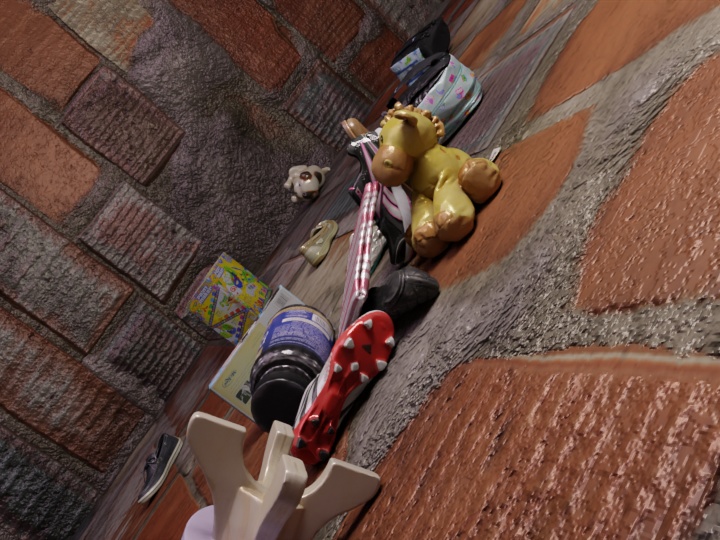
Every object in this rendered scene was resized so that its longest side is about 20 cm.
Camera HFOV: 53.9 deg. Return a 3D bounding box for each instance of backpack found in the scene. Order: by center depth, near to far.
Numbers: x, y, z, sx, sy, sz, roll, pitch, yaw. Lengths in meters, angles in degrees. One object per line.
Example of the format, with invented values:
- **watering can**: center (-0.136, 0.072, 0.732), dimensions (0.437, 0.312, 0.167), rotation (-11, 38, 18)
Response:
- **backpack**: center (0.134, -0.311, 1.347), dimensions (0.200, 0.125, 0.169), rotation (-46, 25, 25)
- **backpack**: center (0.177, -0.648, 2.152), dimensions (0.197, 0.154, 0.165), rotation (-10, 42, 41)

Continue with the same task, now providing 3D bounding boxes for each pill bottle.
- **pill bottle**: center (-0.094, 0.137, 0.988), dimensions (0.112, 0.111, 0.201), rotation (-48, 12, 18)

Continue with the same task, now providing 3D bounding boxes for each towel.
- **towel**: center (0.000, 0.000, 0.964), dimensions (0.148, 0.029, 0.204), rotation (105, 174, -53)

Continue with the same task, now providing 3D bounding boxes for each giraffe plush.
- **giraffe plush**: center (0.086, -0.141, 0.947), dimensions (0.172, 0.161, 0.202), rotation (-34, 22, 57)

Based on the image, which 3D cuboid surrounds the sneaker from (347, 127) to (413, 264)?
- **sneaker**: center (0.026, -0.108, 1.055), dimensions (0.084, 0.206, 0.080), rotation (-11, 2, -4)

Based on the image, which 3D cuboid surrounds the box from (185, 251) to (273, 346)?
- **box**: center (-0.379, 0.081, 2.073), dimensions (0.122, 0.191, 0.201), rotation (-47, 12, 20)

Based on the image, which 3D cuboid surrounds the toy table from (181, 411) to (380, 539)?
- **toy table**: center (-0.081, 0.211, 0.628), dimensions (0.199, 0.180, 0.120), rotation (14, 83, 68)

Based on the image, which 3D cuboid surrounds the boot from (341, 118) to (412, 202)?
- **boot**: center (0.055, -0.184, 1.113), dimensions (0.076, 0.198, 0.074), rotation (-45, 27, 18)

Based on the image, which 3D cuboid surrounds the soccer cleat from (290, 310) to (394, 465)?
- **soccer cleat**: center (-0.028, 0.135, 0.849), dimensions (0.203, 0.068, 0.085), rotation (-60, 17, -11)

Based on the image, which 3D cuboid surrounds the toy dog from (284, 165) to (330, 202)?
- **toy dog**: center (-0.206, -0.340, 2.817), dimensions (0.189, 0.143, 0.201), rotation (-13, 17, 6)

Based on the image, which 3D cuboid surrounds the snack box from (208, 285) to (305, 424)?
- **snack box**: center (-0.145, 0.142, 1.162), dimensions (0.202, 0.115, 0.037), rotation (-54, 12, -6)

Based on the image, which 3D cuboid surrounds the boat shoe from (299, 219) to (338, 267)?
- **boat shoe**: center (-0.107, -0.082, 1.788), dimensions (0.073, 0.063, 0.202), rotation (-45, 14, 31)

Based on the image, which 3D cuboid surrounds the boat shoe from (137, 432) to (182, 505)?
- **boat shoe**: center (-0.499, 0.480, 1.724), dimensions (0.074, 0.062, 0.202), rotation (-42, 17, 34)

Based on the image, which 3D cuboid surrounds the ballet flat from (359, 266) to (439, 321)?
- **ballet flat**: center (0.039, 0.048, 0.913), dimensions (0.200, 0.055, 0.068), rotation (139, 143, -65)

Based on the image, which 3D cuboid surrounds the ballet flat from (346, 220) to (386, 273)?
- **ballet flat**: center (0.019, -0.061, 1.232), dimensions (0.202, 0.071, 0.072), rotation (-58, 13, -17)
